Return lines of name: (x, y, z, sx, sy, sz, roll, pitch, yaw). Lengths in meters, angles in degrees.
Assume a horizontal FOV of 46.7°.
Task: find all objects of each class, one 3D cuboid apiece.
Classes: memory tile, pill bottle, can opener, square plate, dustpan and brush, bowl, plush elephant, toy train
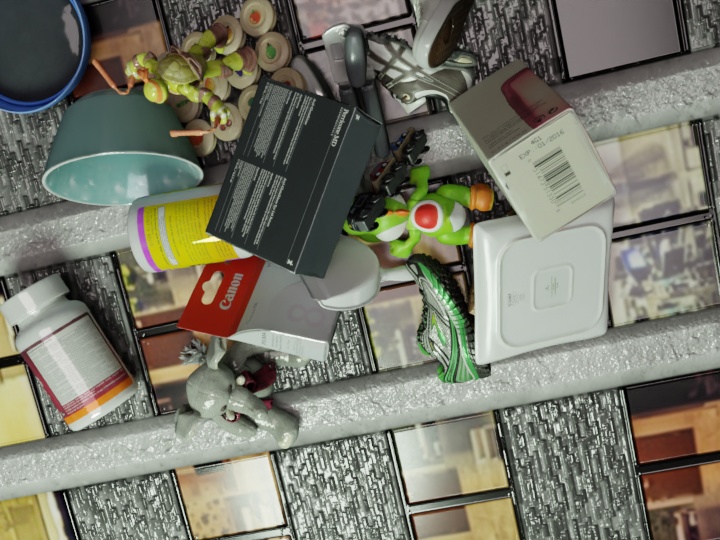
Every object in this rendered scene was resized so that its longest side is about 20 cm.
memory tile: (-0.175, -0.252, 1.090, 0.199, 0.017, 0.154, -24, 87, 24)
pill bottle: (-0.409, 0.112, 1.165, 0.109, 0.110, 0.201, -31, 95, 10)
pill bottle: (-0.201, -0.062, 1.115, 0.198, 0.104, 0.105, -9, 99, 8)
can opener: (-0.004, -0.217, 1.046, 0.052, 0.067, 0.201, -7, 136, 9)
square plate: (0.239, 0.019, 1.065, 0.197, 0.028, 0.201, -12, 115, -15)
dustpan and brush: (0.000, 0.000, 1.088, 0.199, 0.140, 0.057, -9, 134, -26)
bowl: (-0.461, -0.315, 1.130, 0.199, 0.039, 0.202, 1, 100, 6)
plush elephant: (-0.169, 0.159, 1.124, 0.199, 0.155, 0.166, 20, 101, 2)
toy train: (0.035, -0.117, 1.055, 0.046, 0.200, 0.034, 0, 131, 35)
bowl: (-0.308, -0.164, 1.080, 0.199, 0.201, 0.106, -9, 77, 7)

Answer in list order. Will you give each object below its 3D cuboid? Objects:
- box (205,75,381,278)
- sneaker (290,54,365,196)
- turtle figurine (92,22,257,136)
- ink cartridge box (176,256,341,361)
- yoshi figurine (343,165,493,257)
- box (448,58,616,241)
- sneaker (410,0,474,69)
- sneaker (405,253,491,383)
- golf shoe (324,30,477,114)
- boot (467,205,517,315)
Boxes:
box: (-0.080, -0.110, 0.993, 0.141, 0.079, 0.201, 24, 95, 28)
sneaker: (-0.061, -0.182, 1.098, 0.080, 0.070, 0.201, -18, 98, 12)
turtle figurine: (-0.216, -0.247, 1.013, 0.199, 0.161, 0.065, 30, 140, 22)
ink cartridge box: (-0.120, 0.027, 1.096, 0.199, 0.163, 0.057, 16, 136, 1)
yoshi figurine: (0.070, -0.073, 1.106, 0.198, 0.113, 0.112, 0, 141, -8)
box: (0.200, -0.149, 0.995, 0.109, 0.200, 0.128, -32, 119, 10)
sneaker: (0.085, -0.318, 1.019, 0.084, 0.201, 0.073, 14, 142, 14)
sneaker: (0.104, 0.070, 1.111, 0.085, 0.078, 0.201, -21, 107, 13)
golf shoe: (0.047, -0.253, 1.070, 0.199, 0.078, 0.095, 11, 101, 5)
boot: (0.221, -0.014, 1.091, 0.107, 0.075, 0.201, 32, 93, -7)
